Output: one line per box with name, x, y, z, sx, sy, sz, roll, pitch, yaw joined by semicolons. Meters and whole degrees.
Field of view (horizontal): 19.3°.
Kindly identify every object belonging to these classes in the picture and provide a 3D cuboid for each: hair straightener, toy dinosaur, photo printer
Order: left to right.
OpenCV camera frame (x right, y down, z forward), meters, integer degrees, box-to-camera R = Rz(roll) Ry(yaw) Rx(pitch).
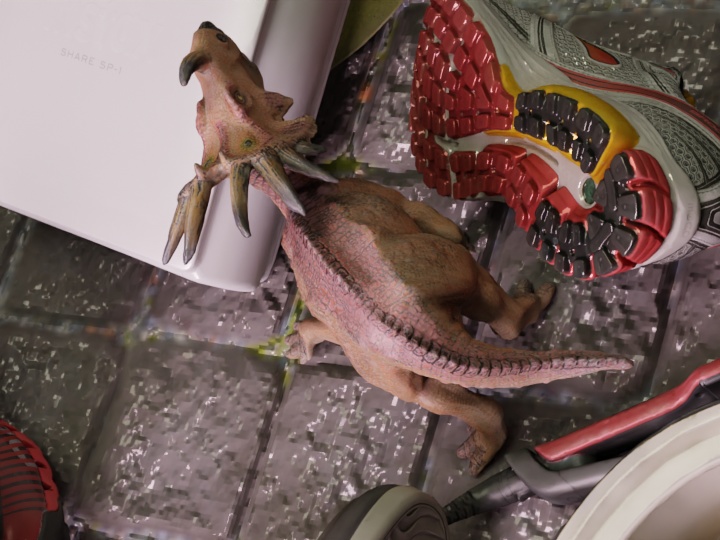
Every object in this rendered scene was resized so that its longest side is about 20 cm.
photo printer;-0.085;-0.109;0.906;0.165;0.069;0.202;20;96;32
toy dinosaur;0.000;0.000;0.790;0.200;0.135;0.086;35;87;38
hair straightener;0.111;0.075;0.743;0.199;0.041;0.078;-21;56;22

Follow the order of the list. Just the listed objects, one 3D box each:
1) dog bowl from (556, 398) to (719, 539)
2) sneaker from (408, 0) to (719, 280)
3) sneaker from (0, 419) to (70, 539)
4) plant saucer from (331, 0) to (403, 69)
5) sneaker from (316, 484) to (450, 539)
dog bowl;0.149;0.139;0.650;0.198;0.074;0.202;-9;71;26
sneaker;0.079;-0.053;0.816;0.200;0.081;0.079;48;134;51
sneaker;-0.197;0.063;0.906;0.071;0.098;0.201;-43;53;3
plant saucer;-0.050;-0.170;0.976;0.198;0.031;0.202;-14;60;25
sneaker;-0.050;0.155;0.776;0.106;0.075;0.201;26;87;39
